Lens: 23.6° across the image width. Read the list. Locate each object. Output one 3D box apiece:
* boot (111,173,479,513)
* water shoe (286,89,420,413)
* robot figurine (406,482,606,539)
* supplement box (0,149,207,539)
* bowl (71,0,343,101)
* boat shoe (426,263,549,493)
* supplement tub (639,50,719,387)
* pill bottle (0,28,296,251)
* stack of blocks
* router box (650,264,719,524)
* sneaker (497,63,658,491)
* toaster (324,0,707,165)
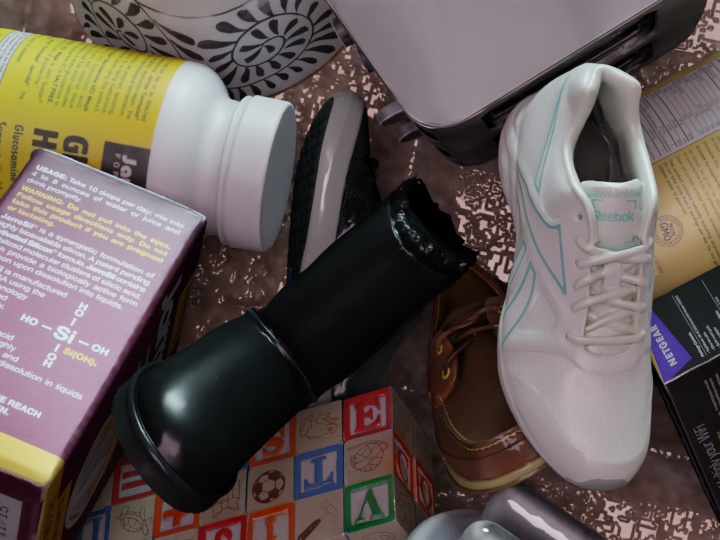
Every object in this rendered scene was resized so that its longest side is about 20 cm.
[{"bbox_3d":[-0.025,0.031,0.846,0.162,0.198,0.074,-38,90,15],"label":"boot"},{"bbox_3d":[0.000,0.000,0.980,0.078,0.071,0.201,5,92,-13],"label":"water shoe"},{"bbox_3d":[0.050,0.199,0.852,0.113,0.169,0.201,35,121,14],"label":"robot figurine"},{"bbox_3d":[-0.168,0.058,0.873,0.103,0.131,0.200,21,45,4],"label":"supplement box"},{"bbox_3d":[-0.087,-0.202,0.982,0.199,0.094,0.202,0,86,6],"label":"bowl"},{"bbox_3d":[0.062,0.051,0.890,0.072,0.200,0.068,-26,107,8],"label":"boat shoe"},{"bbox_3d":[0.192,-0.037,0.910,0.199,0.145,0.146,-27,84,4],"label":"supplement tub"},{"bbox_3d":[-0.142,-0.069,0.970,0.199,0.112,0.113,10,88,8],"label":"pill bottle"},{"bbox_3d":[-0.061,0.148,0.927,0.199,0.059,0.116,-18,47,17],"label":"stack of blocks"},{"bbox_3d":[0.238,0.060,0.879,0.157,0.200,0.052,-27,46,4],"label":"router box"},{"bbox_3d":[0.103,-0.001,0.793,0.070,0.080,0.202,0,74,-17],"label":"sneaker"},{"bbox_3d":[0.086,-0.149,0.915,0.199,0.181,0.119,-31,84,5],"label":"toaster"}]
